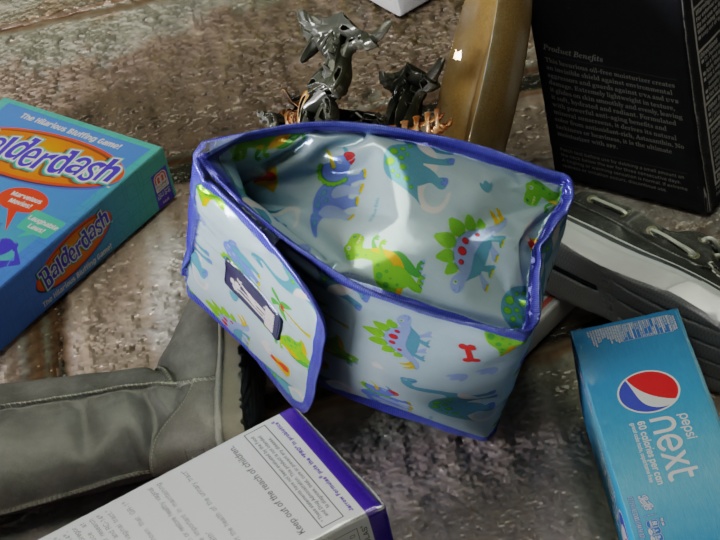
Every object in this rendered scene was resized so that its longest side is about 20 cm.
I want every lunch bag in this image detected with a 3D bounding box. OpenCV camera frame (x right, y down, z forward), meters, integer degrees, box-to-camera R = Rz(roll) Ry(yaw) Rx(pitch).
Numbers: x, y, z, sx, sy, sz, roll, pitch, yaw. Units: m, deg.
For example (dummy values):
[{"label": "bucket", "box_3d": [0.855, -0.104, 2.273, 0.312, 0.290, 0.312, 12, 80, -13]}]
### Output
[{"label": "lunch bag", "box_3d": [0.000, 0.000, 1.279, 0.200, 0.170, 0.128, 18, 66, 2]}]

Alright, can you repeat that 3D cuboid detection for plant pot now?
[{"label": "plant pot", "box_3d": [0.070, -0.100, 1.407, 0.027, 0.200, 0.200, 12, 39, -6]}]

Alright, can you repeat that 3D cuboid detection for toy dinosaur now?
[{"label": "toy dinosaur", "box_3d": [-0.007, -0.080, 1.472, 0.200, 0.102, 0.136, 7, 66, 36]}]

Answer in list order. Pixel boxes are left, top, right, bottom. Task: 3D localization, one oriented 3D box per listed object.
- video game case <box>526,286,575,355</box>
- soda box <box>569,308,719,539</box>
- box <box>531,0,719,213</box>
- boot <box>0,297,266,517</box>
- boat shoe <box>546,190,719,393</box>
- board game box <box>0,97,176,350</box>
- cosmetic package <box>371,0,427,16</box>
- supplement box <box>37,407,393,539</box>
[{"label": "video game case", "box_3d": [0.040, -0.001, 1.449, 0.200, 0.017, 0.143, 21, 50, 36]}, {"label": "soda box", "box_3d": [0.162, 0.111, 1.233, 0.064, 0.068, 0.200, -12, 38, 1]}, {"label": "box", "box_3d": [0.206, -0.182, 1.479, 0.123, 0.199, 0.200, 16, 46, 32]}, {"label": "boot", "box_3d": [-0.158, 0.072, 1.387, 0.200, 0.073, 0.182, -13, 36, 11]}, {"label": "boat shoe", "box_3d": [0.179, 0.003, 1.348, 0.071, 0.072, 0.200, -39, 53, -25]}, {"label": "board game box", "box_3d": [-0.243, -0.028, 1.545, 0.152, 0.045, 0.200, 18, 47, 33]}, {"label": "cosmetic package", "box_3d": [-0.013, -0.275, 1.741, 0.074, 0.102, 0.200, -31, 40, -21]}, {"label": "supplement box", "box_3d": [-0.087, 0.174, 1.202, 0.200, 0.101, 0.103, -27, 40, -17]}]
